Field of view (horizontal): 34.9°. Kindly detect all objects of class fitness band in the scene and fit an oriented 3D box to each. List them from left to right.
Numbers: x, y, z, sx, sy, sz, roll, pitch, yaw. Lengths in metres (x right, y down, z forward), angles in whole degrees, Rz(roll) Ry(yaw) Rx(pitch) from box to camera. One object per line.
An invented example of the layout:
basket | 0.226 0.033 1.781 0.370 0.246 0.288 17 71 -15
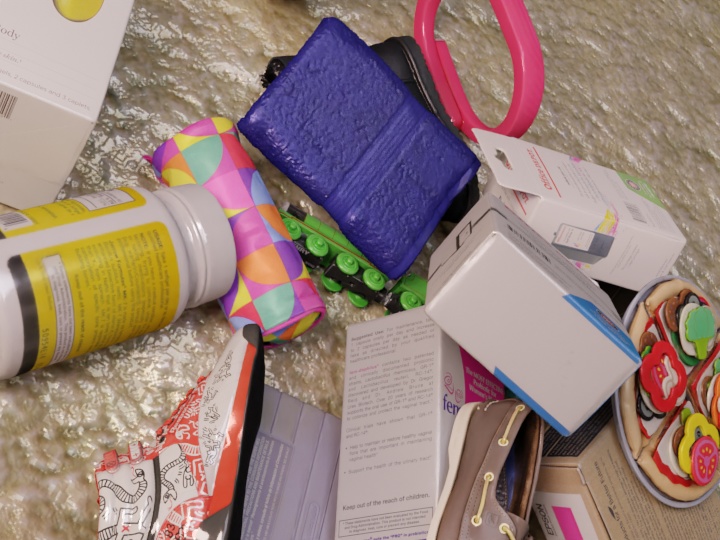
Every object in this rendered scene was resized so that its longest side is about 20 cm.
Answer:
fitness band | 0.119 -0.222 1.161 0.037 0.144 0.201 -7 69 -36

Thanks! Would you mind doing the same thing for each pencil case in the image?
pencil case | -0.104 -0.030 0.960 0.088 0.088 0.201 -18 73 -37

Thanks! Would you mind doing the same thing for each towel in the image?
towel | -0.001 -0.108 1.013 0.200 0.049 0.148 44 66 -16

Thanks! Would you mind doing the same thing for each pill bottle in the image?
pill bottle | -0.200 0.001 0.860 0.199 0.114 0.115 -18 75 -37

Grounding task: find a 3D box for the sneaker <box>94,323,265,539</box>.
sneaker | -0.133 0.124 0.843 0.107 0.067 0.203 3 57 6

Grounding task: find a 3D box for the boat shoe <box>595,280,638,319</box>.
boat shoe | 0.252 -0.007 1.174 0.199 0.072 0.068 36 52 -11

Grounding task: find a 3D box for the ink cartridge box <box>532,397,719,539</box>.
ink cartridge box | 0.237 0.207 1.007 0.164 0.075 0.201 -36 109 -39

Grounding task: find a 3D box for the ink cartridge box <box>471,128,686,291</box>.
ink cartridge box | 0.189 -0.056 1.071 0.199 0.068 0.117 15 30 -19

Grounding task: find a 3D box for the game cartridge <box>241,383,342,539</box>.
game cartridge | -0.075 0.190 0.888 0.129 0.038 0.201 25 54 -14

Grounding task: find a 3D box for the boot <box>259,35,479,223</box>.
boot | 0.007 -0.120 1.082 0.167 0.076 0.201 -19 85 -31

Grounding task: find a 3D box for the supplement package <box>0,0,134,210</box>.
supplement package | -0.271 -0.181 0.889 0.151 0.151 0.201 22 55 -20

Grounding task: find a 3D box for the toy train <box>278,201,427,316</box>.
toy train | 0.000 0.000 1.035 0.199 0.042 0.057 31 43 -14

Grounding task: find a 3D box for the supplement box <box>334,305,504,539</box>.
supplement box | 0.050 0.142 0.924 0.101 0.103 0.201 31 51 -44

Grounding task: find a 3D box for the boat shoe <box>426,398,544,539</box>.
boat shoe | 0.094 0.182 0.827 0.072 0.059 0.201 47 43 -35

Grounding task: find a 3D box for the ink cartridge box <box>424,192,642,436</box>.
ink cartridge box | 0.131 0.026 0.908 0.146 0.084 0.200 41 12 -3

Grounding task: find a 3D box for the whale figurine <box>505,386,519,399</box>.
whale figurine | 0.186 0.071 1.070 0.200 0.104 0.159 48 50 -3

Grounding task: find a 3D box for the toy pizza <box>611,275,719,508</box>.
toy pizza | 0.284 0.104 0.993 0.199 0.032 0.202 8 79 -43
